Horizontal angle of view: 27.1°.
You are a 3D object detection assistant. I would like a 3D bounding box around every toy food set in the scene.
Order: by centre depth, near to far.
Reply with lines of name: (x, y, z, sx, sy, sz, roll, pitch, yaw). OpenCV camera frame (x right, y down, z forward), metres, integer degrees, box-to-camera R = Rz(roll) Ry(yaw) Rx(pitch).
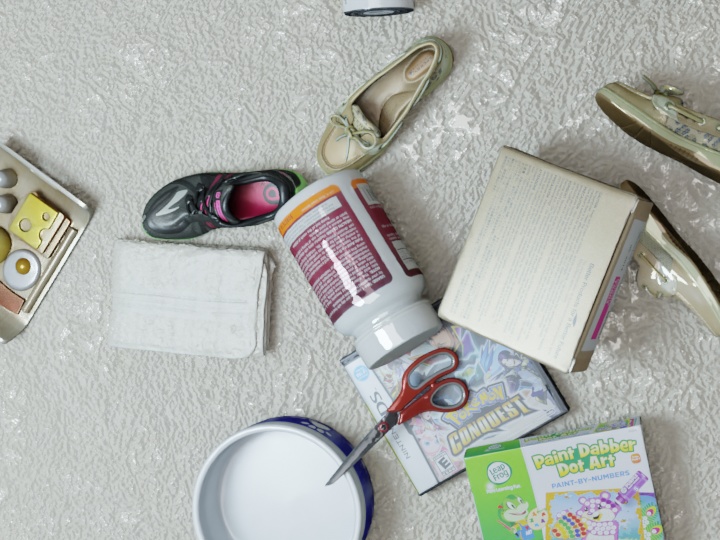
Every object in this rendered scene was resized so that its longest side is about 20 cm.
toy food set: (-0.426, -0.035, 1.779, 0.143, 0.060, 0.200, 35, 101, 9)

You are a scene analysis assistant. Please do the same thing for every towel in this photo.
towel: (-0.199, 0.032, 1.746, 0.199, 0.034, 0.133, 5, 94, 13)

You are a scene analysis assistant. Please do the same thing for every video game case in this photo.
video game case: (0.105, 0.129, 1.687, 0.200, 0.025, 0.181, -31, 87, 13)

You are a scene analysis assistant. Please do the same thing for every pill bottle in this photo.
pill bottle: (0.000, 0.000, 1.645, 0.114, 0.114, 0.200, -33, 79, 13)

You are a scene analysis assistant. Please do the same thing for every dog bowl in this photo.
dog bowl: (-0.087, 0.270, 1.714, 0.199, 0.079, 0.201, 1, 94, 13)

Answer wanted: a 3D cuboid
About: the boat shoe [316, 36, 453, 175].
boat shoe: (0.020, -0.184, 1.665, 0.073, 0.063, 0.200, 42, 102, 6)

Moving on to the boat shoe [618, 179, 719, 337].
boat shoe: (0.327, -0.003, 1.607, 0.065, 0.072, 0.200, -41, 79, 18)

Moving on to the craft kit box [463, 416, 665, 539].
craft kit box: (0.232, 0.276, 1.648, 0.199, 0.049, 0.198, -13, 94, 11)

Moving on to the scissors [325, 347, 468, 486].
scissors: (0.030, 0.160, 1.659, 0.200, 0.014, 0.073, -31, 94, -5)

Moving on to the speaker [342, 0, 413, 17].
speaker: (0.014, -0.384, 1.644, 0.081, 0.081, 0.201, -2, 93, 13)

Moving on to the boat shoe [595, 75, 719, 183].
boat shoe: (0.345, -0.152, 1.588, 0.200, 0.073, 0.063, 29, 88, -2)

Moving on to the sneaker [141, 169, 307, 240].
sneaker: (-0.160, -0.080, 1.702, 0.199, 0.084, 0.077, -13, 89, 13)

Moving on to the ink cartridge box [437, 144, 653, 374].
ink cartridge box: (0.196, -0.012, 1.592, 0.164, 0.075, 0.200, 24, 98, 23)
